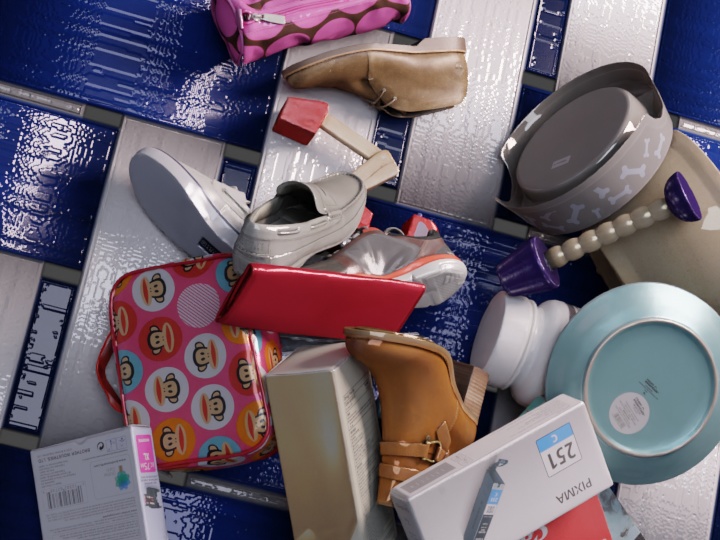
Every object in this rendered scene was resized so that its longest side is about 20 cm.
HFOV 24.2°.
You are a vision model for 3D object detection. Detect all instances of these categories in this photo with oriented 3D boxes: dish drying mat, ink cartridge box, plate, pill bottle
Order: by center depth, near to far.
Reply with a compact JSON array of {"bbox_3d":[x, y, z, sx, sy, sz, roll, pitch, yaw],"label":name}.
[{"bbox_3d":[-0.234,0.251,1.545,0.119,0.042,0.200,-15,77,26],"label":"ink cartridge box"},{"bbox_3d":[-0.035,0.030,1.554,0.200,0.077,0.018,7,37,-38],"label":"dish drying mat"},{"bbox_3d":[0.146,0.238,1.577,0.200,0.045,0.176,-27,108,-18],"label":"ink cartridge box"},{"bbox_3d":[0.277,0.112,1.623,0.200,0.026,0.200,-1,98,-11],"label":"plate"},{"bbox_3d":[0.218,0.096,1.685,0.200,0.113,0.113,19,74,-9],"label":"pill bottle"}]

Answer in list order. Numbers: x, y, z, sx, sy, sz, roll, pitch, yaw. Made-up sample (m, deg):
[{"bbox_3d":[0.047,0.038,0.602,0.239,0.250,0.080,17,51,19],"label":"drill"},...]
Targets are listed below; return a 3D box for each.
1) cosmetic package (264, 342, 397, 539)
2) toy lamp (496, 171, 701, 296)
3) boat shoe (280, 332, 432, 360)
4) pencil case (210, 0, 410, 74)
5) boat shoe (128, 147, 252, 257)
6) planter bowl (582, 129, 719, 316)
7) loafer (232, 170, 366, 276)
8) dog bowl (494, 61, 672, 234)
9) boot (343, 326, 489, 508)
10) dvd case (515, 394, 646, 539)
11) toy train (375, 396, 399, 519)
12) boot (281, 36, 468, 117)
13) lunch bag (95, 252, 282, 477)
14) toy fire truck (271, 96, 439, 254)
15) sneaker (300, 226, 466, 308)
[{"bbox_3d":[-0.026,0.176,1.573,0.071,0.105,0.200,-6,100,19],"label":"cosmetic package"},{"bbox_3d":[0.225,-0.031,1.616,0.200,0.058,0.058,-28,85,19],"label":"toy lamp"},{"bbox_3d":[-0.026,0.067,1.657,0.200,0.072,0.068,-4,80,-7],"label":"boat shoe"},{"bbox_3d":[-0.046,-0.266,1.709,0.200,0.094,0.091,-19,83,-18],"label":"pencil case"},{"bbox_3d":[-0.141,-0.052,1.660,0.200,0.071,0.070,43,45,2],"label":"boat shoe"},{"bbox_3d":[0.309,-0.024,1.702,0.135,0.200,0.200,-30,86,-1],"label":"planter bowl"},{"bbox_3d":[-0.051,-0.054,1.581,0.070,0.070,0.200,19,33,19],"label":"loafer"},{"bbox_3d":[0.226,-0.119,1.697,0.059,0.200,0.200,45,70,-25],"label":"dog bowl"},{"bbox_3d":[0.039,0.142,1.561,0.200,0.074,0.155,28,79,-42],"label":"boot"},{"bbox_3d":[0.183,0.243,1.641,0.146,0.022,0.200,-44,114,-21],"label":"dvd case"},{"bbox_3d":[0.108,0.189,1.667,0.200,0.056,0.150,14,75,-10],"label":"toy train"},{"bbox_3d":[0.019,-0.194,1.725,0.200,0.074,0.076,-7,90,-17],"label":"boot"},{"bbox_3d":[-0.165,0.091,1.589,0.176,0.082,0.200,-10,79,15],"label":"lunch bag"},{"bbox_3d":[-0.005,-0.079,1.701,0.200,0.049,0.141,20,74,-8],"label":"toy fire truck"},{"bbox_3d":[0.000,0.000,1.629,0.200,0.077,0.082,-6,52,-25],"label":"sneaker"}]
